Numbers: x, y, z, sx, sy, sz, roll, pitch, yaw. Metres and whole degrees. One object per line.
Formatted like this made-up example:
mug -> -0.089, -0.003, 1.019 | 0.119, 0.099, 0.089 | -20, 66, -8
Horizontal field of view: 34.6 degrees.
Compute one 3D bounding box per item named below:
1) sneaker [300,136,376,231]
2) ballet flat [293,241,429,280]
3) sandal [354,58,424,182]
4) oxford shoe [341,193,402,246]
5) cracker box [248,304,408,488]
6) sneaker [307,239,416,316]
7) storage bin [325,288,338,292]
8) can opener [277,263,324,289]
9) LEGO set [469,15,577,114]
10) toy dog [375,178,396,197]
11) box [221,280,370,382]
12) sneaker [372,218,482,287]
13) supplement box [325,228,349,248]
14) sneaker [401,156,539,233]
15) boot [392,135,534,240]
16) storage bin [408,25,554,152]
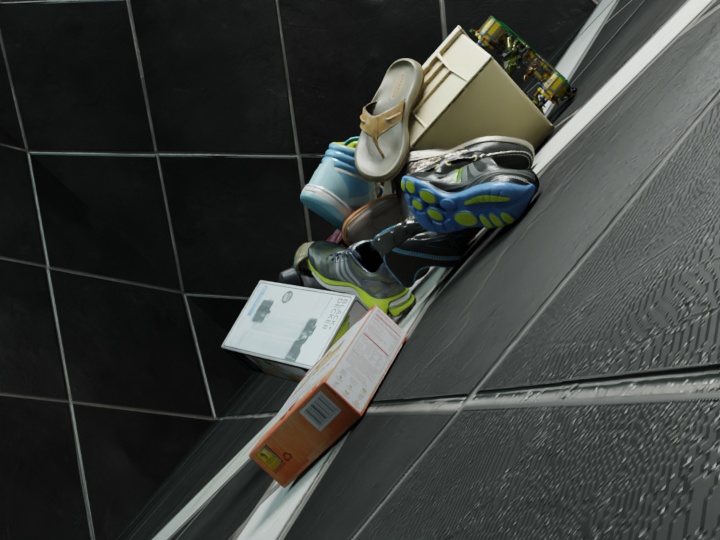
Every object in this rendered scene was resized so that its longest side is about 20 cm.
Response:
sneaker -> 0.006, -0.116, 1.681 | 0.200, 0.079, 0.131 | 35, -104, -52
ballet flat -> 0.000, 0.000, 1.668 | 0.075, 0.199, 0.068 | -74, -12, -63
sandal -> 0.034, -0.214, 1.595 | 0.054, 0.080, 0.201 | 45, -123, -53
oxford shoe -> 0.073, -0.070, 1.615 | 0.199, 0.072, 0.073 | -15, 21, -7
cracker box -> -0.032, 0.133, 1.270 | 0.134, 0.058, 0.200 | -46, 3, 27
sneaker -> -0.002, -0.010, 1.570 | 0.074, 0.081, 0.200 | -31, 37, -31
storage bin -> -0.053, 0.102, 1.692 | 0.135, 0.094, 0.200 | -48, 2, -4
can opener -> -0.091, 0.083, 1.832 | 0.078, 0.201, 0.063 | -12, 23, -18
LEGO set -> 0.239, -0.311, 1.866 | 0.116, 0.200, 0.154 | -49, 8, 15
toy dog -> 0.082, -0.107, 1.828 | 0.132, 0.199, 0.097 | -49, 30, 32
box -> -0.081, 0.083, 1.530 | 0.199, 0.060, 0.117 | 10, 62, 47
sneaker -> 0.118, -0.050, 1.455 | 0.199, 0.082, 0.073 | -27, 1, 16
supplement box -> -0.045, -0.011, 1.920 | 0.200, 0.061, 0.109 | -46, 10, 33
sneaker -> 0.128, -0.090, 1.365 | 0.199, 0.071, 0.083 | 4, 32, 47
boot -> 0.140, -0.102, 1.554 | 0.073, 0.199, 0.151 | 77, -170, -48
storage bin -> 0.150, -0.207, 1.683 | 0.199, 0.200, 0.094 | -47, 46, 6
